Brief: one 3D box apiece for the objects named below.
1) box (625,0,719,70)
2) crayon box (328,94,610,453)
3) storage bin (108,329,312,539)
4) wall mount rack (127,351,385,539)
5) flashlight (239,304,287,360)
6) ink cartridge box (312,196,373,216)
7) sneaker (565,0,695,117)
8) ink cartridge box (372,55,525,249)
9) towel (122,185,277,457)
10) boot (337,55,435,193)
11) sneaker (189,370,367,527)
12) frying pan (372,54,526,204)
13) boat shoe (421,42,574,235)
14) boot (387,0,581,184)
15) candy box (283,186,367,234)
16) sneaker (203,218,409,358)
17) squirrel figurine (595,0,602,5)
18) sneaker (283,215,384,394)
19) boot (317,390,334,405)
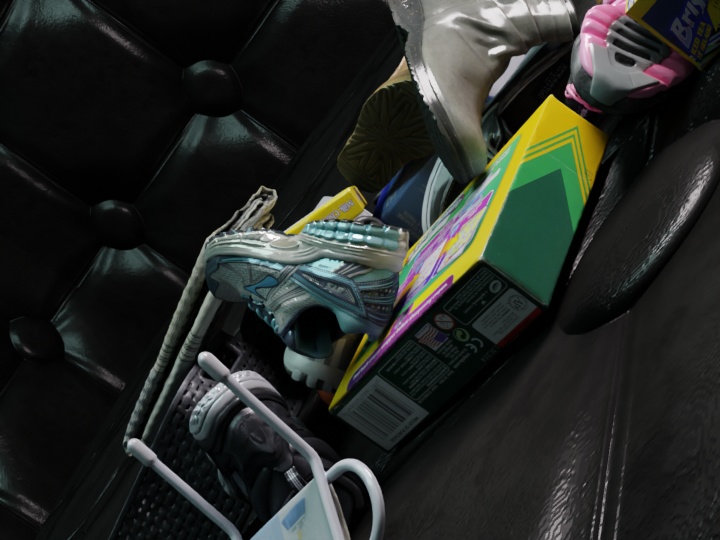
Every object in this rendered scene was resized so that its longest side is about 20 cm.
[{"bbox_3d":[0.222,-0.210,0.967,0.070,0.064,0.200,-50,9,30],"label":"box"},{"bbox_3d":[0.073,0.004,0.981,0.200,0.058,0.173,-48,9,46],"label":"crayon box"},{"bbox_3d":[-0.125,0.167,1.190,0.200,0.094,0.135,-64,0,23],"label":"storage bin"},{"bbox_3d":[-0.071,0.155,0.907,0.200,0.074,0.174,-47,53,43],"label":"wall mount rack"},{"bbox_3d":[-0.093,0.110,1.338,0.068,0.068,0.200,-10,-44,-34],"label":"flashlight"},{"bbox_3d":[-0.033,0.007,1.462,0.145,0.083,0.200,-55,9,-1],"label":"ink cartridge box"},{"bbox_3d":[0.168,-0.133,0.974,0.096,0.079,0.200,-57,-1,30],"label":"sneaker"},{"bbox_3d":[0.079,-0.082,1.232,0.200,0.076,0.137,-52,9,29],"label":"ink cartridge box"},{"bbox_3d":[-0.125,0.038,1.218,0.193,0.034,0.200,-57,-8,-69],"label":"towel"},{"bbox_3d":[0.064,-0.174,1.199,0.200,0.066,0.175,-58,12,-30],"label":"boot"},{"bbox_3d":[-0.047,0.153,1.017,0.075,0.114,0.200,-40,-29,-8],"label":"sneaker"},{"bbox_3d":[0.093,-0.134,1.341,0.190,0.031,0.115,-44,-16,29],"label":"frying pan"},{"bbox_3d":[0.110,-0.097,1.091,0.200,0.072,0.071,-59,5,3],"label":"boat shoe"},{"bbox_3d":[0.097,-0.156,1.033,0.130,0.068,0.200,-17,47,4],"label":"boot"},{"bbox_3d":[-0.041,-0.031,1.195,0.102,0.026,0.200,-38,2,4],"label":"candy box"},{"bbox_3d":[-0.049,0.016,1.007,0.200,0.077,0.087,-8,73,53],"label":"sneaker"},{"bbox_3d":[0.253,-0.333,1.154,0.200,0.142,0.187,-29,14,40],"label":"squirrel figurine"},{"bbox_3d":[0.000,0.000,1.119,0.200,0.075,0.116,-76,5,-61],"label":"sneaker"},{"bbox_3d":[-0.028,0.050,1.206,0.075,0.107,0.200,-51,11,16],"label":"boot"}]
